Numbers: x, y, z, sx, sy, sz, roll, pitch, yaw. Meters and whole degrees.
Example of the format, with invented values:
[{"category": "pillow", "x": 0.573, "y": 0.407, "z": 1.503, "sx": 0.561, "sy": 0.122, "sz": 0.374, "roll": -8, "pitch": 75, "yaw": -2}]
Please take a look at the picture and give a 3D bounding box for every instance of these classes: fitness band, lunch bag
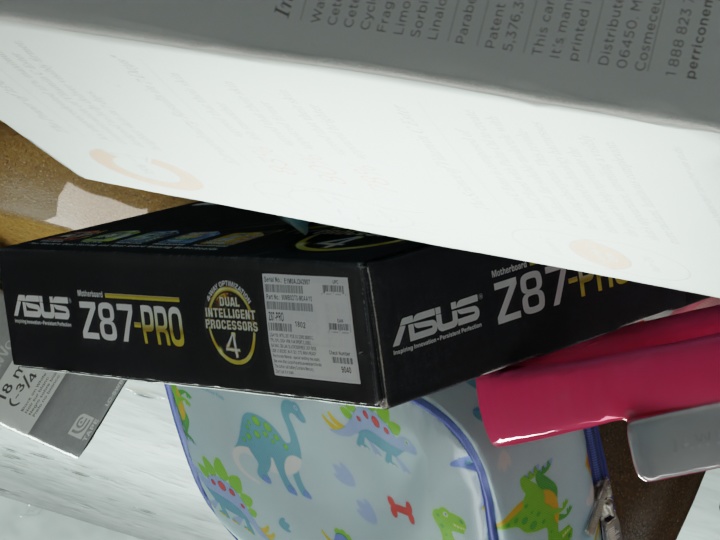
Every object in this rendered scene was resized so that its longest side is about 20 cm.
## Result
[{"category": "fitness band", "x": 0.133, "y": 0.024, "z": 0.719, "sx": 0.198, "sy": 0.038, "sz": 0.144, "roll": -11, "pitch": -176, "yaw": 9}, {"category": "lunch bag", "x": 0.009, "y": 0.064, "z": 0.960, "sx": 0.199, "sy": 0.082, "sz": 0.162, "roll": 23, "pitch": 140, "yaw": 40}]

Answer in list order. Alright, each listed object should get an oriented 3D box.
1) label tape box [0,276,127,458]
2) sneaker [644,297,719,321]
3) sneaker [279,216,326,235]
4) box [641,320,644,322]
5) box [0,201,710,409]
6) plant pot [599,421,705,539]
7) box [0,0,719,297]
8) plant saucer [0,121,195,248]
[{"category": "label tape box", "x": -0.215, "y": 0.007, "z": 1.133, "sx": 0.144, "sy": 0.064, "sz": 0.200, "roll": 32, "pitch": 178, "yaw": 30}, {"category": "sneaker", "x": 0.178, "y": 0.079, "z": 0.854, "sx": 0.200, "sy": 0.075, "sz": 0.105, "roll": 48, "pitch": -166, "yaw": -36}, {"category": "sneaker", "x": -0.064, "y": -0.060, "z": 0.709, "sx": 0.199, "sy": 0.080, "sz": 0.131, "roll": 11, "pitch": 166, "yaw": 26}, {"category": "box", "x": 0.155, "y": 0.043, "z": 0.967, "sx": 0.199, "sy": 0.040, "sz": 0.137, "roll": 24, "pitch": 165, "yaw": -29}, {"category": "box", "x": 0.000, "y": 0.000, "z": 0.786, "sx": 0.160, "sy": 0.050, "sz": 0.199, "roll": -13, "pitch": -171, "yaw": -38}, {"category": "plant pot", "x": 0.058, "y": 0.130, "z": 1.102, "sx": 0.185, "sy": 0.202, "sz": 0.187, "roll": 15, "pitch": 167, "yaw": 4}, {"category": "box", "x": 0.010, "y": -0.068, "z": 0.527, "sx": 0.198, "sy": 0.098, "sz": 0.124, "roll": 11, "pitch": 167, "yaw": 23}, {"category": "plant saucer", "x": -0.119, "y": -0.017, "z": 1.071, "sx": 0.199, "sy": 0.036, "sz": 0.200, "roll": 16, "pitch": 167, "yaw": 4}]
